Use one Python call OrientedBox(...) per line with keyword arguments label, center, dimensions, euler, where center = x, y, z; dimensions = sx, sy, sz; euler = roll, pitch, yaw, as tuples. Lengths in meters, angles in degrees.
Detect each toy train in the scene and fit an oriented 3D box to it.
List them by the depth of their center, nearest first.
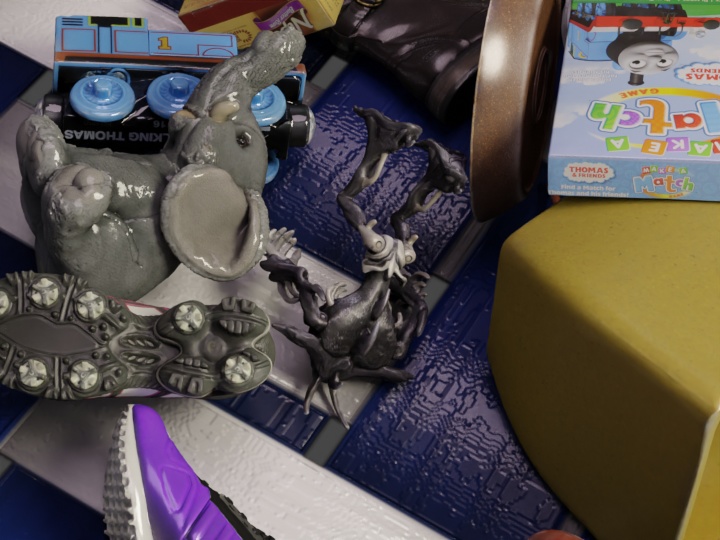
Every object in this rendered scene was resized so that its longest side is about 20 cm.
OrientedBox(label="toy train", center=(-0.133, -0.124, 1.275), dimensions=(0.198, 0.087, 0.115), euler=(1, 46, -9))

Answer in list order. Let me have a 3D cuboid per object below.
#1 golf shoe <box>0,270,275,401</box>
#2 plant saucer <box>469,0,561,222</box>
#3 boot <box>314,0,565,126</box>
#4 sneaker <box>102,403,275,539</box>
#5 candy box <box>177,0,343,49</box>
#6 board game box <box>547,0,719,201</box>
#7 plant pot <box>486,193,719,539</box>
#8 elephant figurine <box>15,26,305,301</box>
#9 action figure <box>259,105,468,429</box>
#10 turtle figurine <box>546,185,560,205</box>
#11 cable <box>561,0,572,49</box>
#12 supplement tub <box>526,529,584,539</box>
OrientedBox(label="golf shoe", center=(-0.153, 0.052, 1.110), dimensions=(0.198, 0.088, 0.078), euler=(8, 76, -2))
OrientedBox(label="plant saucer", center=(0.112, -0.131, 1.244), dimensions=(0.034, 0.201, 0.201), euler=(9, 50, 12))
OrientedBox(label="boot", center=(0.055, -0.212, 1.385), dimensions=(0.174, 0.069, 0.200), euler=(38, 56, 21))
OrientedBox(label="sneaker", center=(-0.092, 0.169, 1.068), dimensions=(0.099, 0.070, 0.201), euler=(-5, 55, -23))
OrientedBox(label="candy box", center=(-0.056, -0.256, 1.370), dimensions=(0.116, 0.057, 0.201), euler=(-14, 40, 30))
OrientedBox(label="board game box", center=(0.206, -0.119, 1.168), dimensions=(0.150, 0.037, 0.201), euler=(2, 41, 10))
OrientedBox(label="plant pot", center=(0.191, 0.045, 1.136), dimensions=(0.194, 0.196, 0.200), euler=(-34, 57, -30))
OrientedBox(label="elephant figurine", center=(-0.118, -0.052, 1.176), dimensions=(0.199, 0.156, 0.142), euler=(-11, 54, -19))
OrientedBox(label="action figure", center=(0.000, 0.000, 1.189), dimensions=(0.118, 0.102, 0.201), euler=(23, 89, -26))
OrientedBox(label="turtle figurine", center=(0.236, -0.093, 1.324), dimensions=(0.160, 0.065, 0.201), euler=(20, 52, 6))
OrientedBox(label="cable", center=(0.247, -0.178, 1.296), dimensions=(0.198, 0.069, 0.201), euler=(-2, 56, 8))
OrientedBox(label="supplement tub", center=(0.067, 0.241, 1.007), dimensions=(0.199, 0.107, 0.107), euler=(-33, 64, -30))
